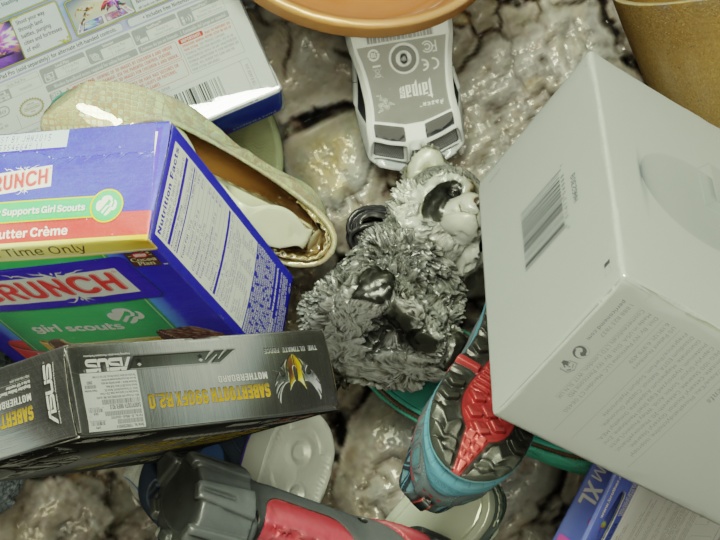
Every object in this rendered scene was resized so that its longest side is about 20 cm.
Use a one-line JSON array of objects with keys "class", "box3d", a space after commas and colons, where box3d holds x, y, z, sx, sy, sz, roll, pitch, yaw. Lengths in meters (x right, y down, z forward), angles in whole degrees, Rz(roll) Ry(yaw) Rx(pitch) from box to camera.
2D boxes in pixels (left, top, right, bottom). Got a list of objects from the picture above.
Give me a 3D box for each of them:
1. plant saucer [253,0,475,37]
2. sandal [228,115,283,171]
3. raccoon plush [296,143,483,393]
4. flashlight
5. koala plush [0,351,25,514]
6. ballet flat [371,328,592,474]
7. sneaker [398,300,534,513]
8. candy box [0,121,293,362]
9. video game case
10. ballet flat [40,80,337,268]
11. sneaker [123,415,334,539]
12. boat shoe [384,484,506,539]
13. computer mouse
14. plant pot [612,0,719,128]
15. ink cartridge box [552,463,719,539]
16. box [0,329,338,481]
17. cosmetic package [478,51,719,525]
[{"class": "plant saucer", "box3d": [-0.005, -0.220, 1.208, 0.198, 0.038, 0.202, 4, 57, -6]}, {"class": "sandal", "box3d": [-0.089, -0.027, 1.228, 0.079, 0.057, 0.204, 3, 89, -7]}, {"class": "raccoon plush", "box3d": [0.000, 0.000, 1.216, 0.097, 0.198, 0.135, 51, 41, -36]}, {"class": "flashlight", "box3d": [-0.026, 0.162, 1.112, 0.199, 0.067, 0.069, 23, 69, -35]}, {"class": "koala plush", "box3d": [-0.281, 0.091, 1.135, 0.183, 0.200, 0.178, 35, 86, -6]}, {"class": "ballet flat", "box3d": [0.084, 0.084, 1.235, 0.198, 0.070, 0.068, 20, 79, 27]}, {"class": "sneaker", "box3d": [0.079, 0.066, 1.153, 0.079, 0.096, 0.200, 40, 49, 4]}, {"class": "candy box", "box3d": [-0.151, -0.004, 1.114, 0.167, 0.200, 0.078, -2, 64, 19]}, {"class": "video game case", "box3d": [-0.172, -0.147, 1.204, 0.198, 0.045, 0.183, -23, 78, -6]}, {"class": "ballet flat", "box3d": [-0.094, -0.056, 1.149, 0.199, 0.062, 0.068, 22, 103, -30]}, {"class": "sneaker", "box3d": [-0.103, 0.168, 1.188, 0.080, 0.146, 0.202, 36, 68, -32]}, {"class": "boat shoe", "box3d": [0.015, 0.198, 1.234, 0.200, 0.062, 0.073, -43, 69, 14]}, {"class": "computer mouse", "box3d": [0.034, -0.104, 1.252, 0.108, 0.044, 0.202, -8, 97, -2]}, {"class": "plant pot", "box3d": [0.273, -0.105, 1.222, 0.185, 0.186, 0.202, -19, 106, -6]}, {"class": "ink cartridge box", "box3d": [0.177, 0.149, 1.193, 0.042, 0.199, 0.120, 31, 101, 32]}, {"class": "box", "box3d": [-0.134, 0.076, 1.052, 0.157, 0.199, 0.049, -19, 78, 38]}, {"class": "cosmetic package", "box3d": [0.181, 0.017, 1.093, 0.199, 0.200, 0.123, 26, 126, -20]}]
